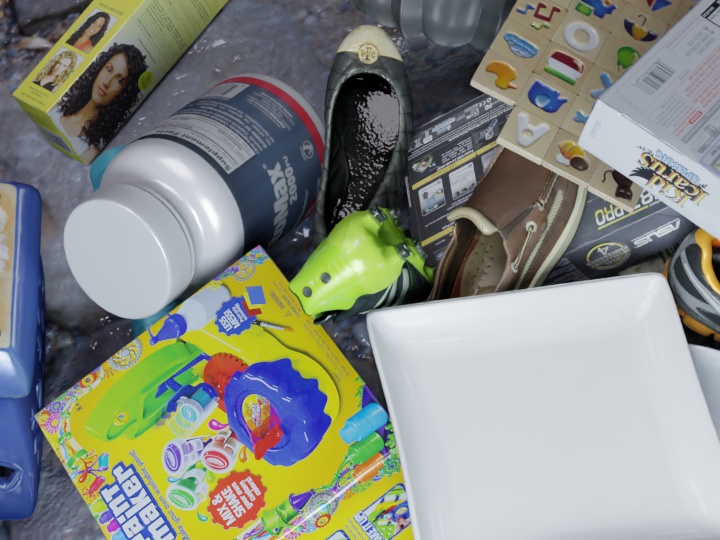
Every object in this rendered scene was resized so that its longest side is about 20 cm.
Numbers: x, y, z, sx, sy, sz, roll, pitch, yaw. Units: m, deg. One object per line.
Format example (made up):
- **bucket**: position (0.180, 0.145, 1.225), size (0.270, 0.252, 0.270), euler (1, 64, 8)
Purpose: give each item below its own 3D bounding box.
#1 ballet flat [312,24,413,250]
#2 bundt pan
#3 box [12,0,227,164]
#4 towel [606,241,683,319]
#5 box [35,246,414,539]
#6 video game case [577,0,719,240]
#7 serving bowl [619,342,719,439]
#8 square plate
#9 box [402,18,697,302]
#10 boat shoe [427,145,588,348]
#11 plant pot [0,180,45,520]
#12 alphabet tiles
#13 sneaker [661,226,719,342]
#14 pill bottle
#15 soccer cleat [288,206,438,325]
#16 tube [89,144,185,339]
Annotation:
- **ballet flat**: position (0.003, -0.086, 1.438), size (0.066, 0.057, 0.202), euler (3, 68, 3)
- **bundt pan**: position (0.073, -0.222, 1.506), size (0.200, 0.076, 0.202), euler (7, 28, -4)
- **box**: position (-0.187, -0.186, 1.636), size (0.050, 0.075, 0.201), euler (27, 72, 36)
- **towel**: position (0.244, -0.062, 1.406), size (0.191, 0.035, 0.201), euler (-25, 50, 2)
- **box**: position (-0.074, 0.132, 1.338), size (0.192, 0.122, 0.200), euler (-38, 52, -3)
- **video game case**: position (0.263, -0.089, 1.300), size (0.181, 0.046, 0.200), euler (34, 45, 14)
- **serving bowl**: position (0.187, 0.147, 1.263), size (0.198, 0.066, 0.202), euler (-11, 56, 16)
- **square plate**: position (0.116, 0.097, 1.236), size (0.196, 0.029, 0.201), euler (-7, 53, -7)
- **box**: position (0.127, -0.063, 1.407), size (0.199, 0.049, 0.162), euler (-26, 50, 23)
- **boat shoe**: position (0.094, -0.026, 1.330), size (0.074, 0.075, 0.204), euler (9, 74, 38)
- **plant pot**: position (-0.315, 0.043, 1.424), size (0.198, 0.180, 0.201), euler (5, 53, -11)
- **alphabet tiles**: position (0.170, -0.129, 1.355), size (0.165, 0.006, 0.201), euler (28, 53, 4)
- **sneaker**: position (0.283, 0.030, 1.278), size (0.199, 0.077, 0.079), euler (22, 67, 12)
- **pill bottle**: position (-0.116, -0.050, 1.435), size (0.119, 0.121, 0.200), euler (11, 32, 28)
- **soccer cleat**: position (0.000, 0.000, 1.313), size (0.081, 0.200, 0.068), euler (-35, 81, 7)
- **tube**: position (-0.153, -0.005, 1.521), size (0.077, 0.050, 0.201), euler (-28, 57, 8)
